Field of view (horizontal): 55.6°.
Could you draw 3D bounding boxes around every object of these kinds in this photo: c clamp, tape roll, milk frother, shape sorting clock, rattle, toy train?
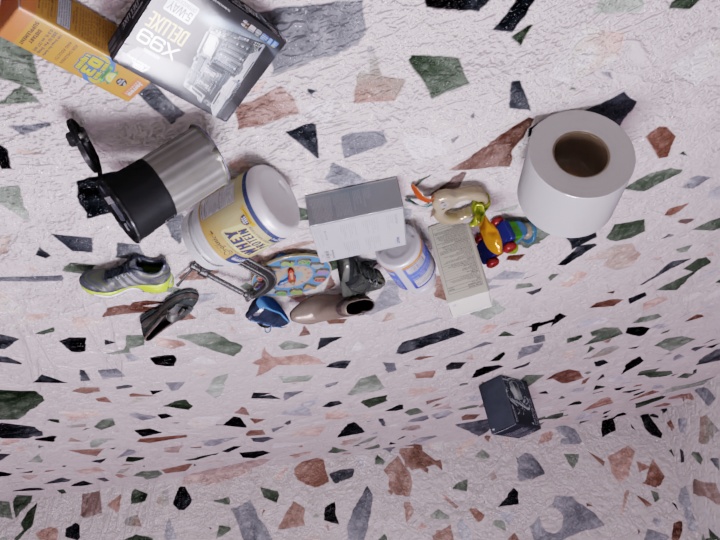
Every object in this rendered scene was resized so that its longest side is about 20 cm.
[{"bbox_3d":[-0.299,0.016,1.572,0.198,0.027,0.171,26,128,-25],"label":"c clamp"},{"bbox_3d":[0.411,-0.185,1.318,0.198,0.206,0.140,-10,152,-1],"label":"tape roll"},{"bbox_3d":[-0.353,-0.186,1.127,0.187,0.179,0.203,-37,128,-24],"label":"milk frother"},{"bbox_3d":[-0.165,0.015,1.640,0.195,0.040,0.201,-8,151,-5],"label":"shape sorting clock"},{"bbox_3d":[0.196,-0.105,1.457,0.197,0.146,0.129,5,167,-39],"label":"rattle"},{"bbox_3d":[0.336,-0.052,1.669,0.114,0.086,0.200,-9,154,-33],"label":"toy train"}]

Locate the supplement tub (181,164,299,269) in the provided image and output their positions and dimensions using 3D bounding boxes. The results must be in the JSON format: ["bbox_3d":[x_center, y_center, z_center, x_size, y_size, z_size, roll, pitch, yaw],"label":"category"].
[{"bbox_3d":[-0.230,-0.096,1.305,0.197,0.147,0.144,-25,149,25],"label":"supplement tub"}]

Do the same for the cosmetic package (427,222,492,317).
[{"bbox_3d":[0.227,-0.009,1.565,0.101,0.204,0.088,-15,151,9],"label":"cosmetic package"}]

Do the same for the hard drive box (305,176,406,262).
[{"bbox_3d":[-0.006,-0.103,1.444,0.196,0.078,0.157,-11,152,0],"label":"hard drive box"}]

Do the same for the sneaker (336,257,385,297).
[{"bbox_3d":[0.000,0.000,1.637,0.112,0.078,0.200,-12,155,-1],"label":"sneaker"}]

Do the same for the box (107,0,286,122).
[{"bbox_3d":[-0.227,-0.321,0.961,0.158,0.050,0.198,-46,140,20],"label":"box"}]

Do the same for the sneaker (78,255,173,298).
[{"bbox_3d":[-0.506,0.004,1.479,0.196,0.075,0.082,-7,143,-20],"label":"sneaker"}]

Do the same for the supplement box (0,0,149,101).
[{"bbox_3d":[-0.385,-0.315,0.940,0.066,0.070,0.198,-27,151,32],"label":"supplement box"}]

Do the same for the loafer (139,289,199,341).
[{"bbox_3d":[-0.467,0.114,1.680,0.198,0.064,0.071,-29,147,29],"label":"loafer"}]

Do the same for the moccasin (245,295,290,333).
[{"bbox_3d":[-0.239,0.107,1.718,0.068,0.081,0.200,-39,157,2],"label":"moccasin"}]

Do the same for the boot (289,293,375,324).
[{"bbox_3d":[-0.065,0.095,1.730,0.197,0.072,0.145,-17,-171,-28],"label":"boot"}]

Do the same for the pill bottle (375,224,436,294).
[{"bbox_3d":[0.115,-0.018,1.604,0.110,0.114,0.200,-18,151,14],"label":"pill bottle"}]

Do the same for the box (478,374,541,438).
[{"bbox_3d":[0.583,0.535,2.671,0.195,0.203,0.123,18,139,-43],"label":"box"}]
